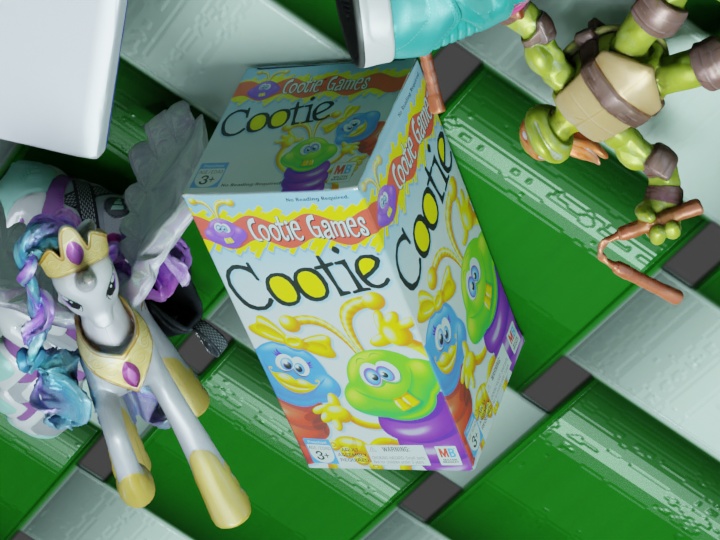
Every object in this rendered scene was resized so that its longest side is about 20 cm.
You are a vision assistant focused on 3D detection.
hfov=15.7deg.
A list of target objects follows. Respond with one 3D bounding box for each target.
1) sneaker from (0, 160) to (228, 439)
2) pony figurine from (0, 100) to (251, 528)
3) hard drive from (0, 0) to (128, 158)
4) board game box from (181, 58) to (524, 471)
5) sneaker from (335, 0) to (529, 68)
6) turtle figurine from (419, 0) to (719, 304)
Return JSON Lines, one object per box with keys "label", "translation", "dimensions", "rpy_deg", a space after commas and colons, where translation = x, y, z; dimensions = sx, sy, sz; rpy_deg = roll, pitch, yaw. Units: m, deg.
{"label": "sneaker", "translation": [-0.141, 0.035, 1.500], "dimensions": [0.139, 0.078, 0.201], "rpy_deg": [14, 137, 13]}
{"label": "pony figurine", "translation": [-0.130, 0.018, 1.356], "dimensions": [0.166, 0.193, 0.201], "rpy_deg": [-23, 125, -2]}
{"label": "hard drive", "translation": [-0.176, -0.165, 1.284], "dimensions": [0.131, 0.025, 0.201], "rpy_deg": [13, 112, 5]}
{"label": "board game box", "translation": [0.000, 0.000, 1.377], "dimensions": [0.104, 0.103, 0.201], "rpy_deg": [-1, 132, 26]}
{"label": "sneaker", "translation": [0.043, -0.198, 1.176], "dimensions": [0.120, 0.084, 0.202], "rpy_deg": [-9, 105, -9]}
{"label": "turtle figurine", "translation": [0.135, -0.086, 1.256], "dimensions": [0.161, 0.064, 0.200], "rpy_deg": [-32, 105, 35]}
